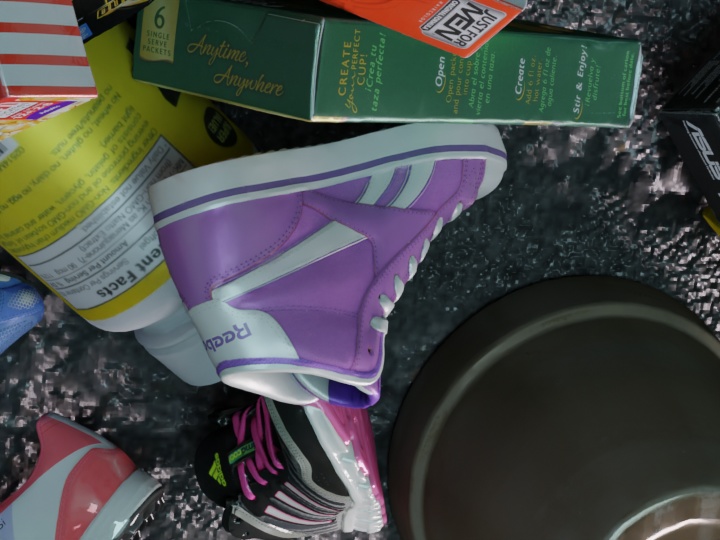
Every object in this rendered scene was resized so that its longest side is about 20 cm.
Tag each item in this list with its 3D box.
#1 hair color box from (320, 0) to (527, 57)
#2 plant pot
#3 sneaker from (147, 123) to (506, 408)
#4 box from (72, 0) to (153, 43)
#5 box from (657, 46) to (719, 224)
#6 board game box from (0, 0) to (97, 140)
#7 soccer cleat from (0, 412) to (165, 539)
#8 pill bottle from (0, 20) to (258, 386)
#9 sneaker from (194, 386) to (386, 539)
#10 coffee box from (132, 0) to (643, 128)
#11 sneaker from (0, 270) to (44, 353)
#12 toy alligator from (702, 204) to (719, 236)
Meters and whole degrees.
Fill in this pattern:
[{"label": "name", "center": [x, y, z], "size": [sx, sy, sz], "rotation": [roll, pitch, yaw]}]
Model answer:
[{"label": "hair color box", "center": [-0.027, -0.167, 0.814], "size": [0.200, 0.061, 0.102], "rotation": [20, 70, -14]}, {"label": "plant pot", "center": [0.131, 0.123, 1.057], "size": [0.200, 0.174, 0.200], "rotation": [-5, 110, -14]}, {"label": "sneaker", "center": [-0.001, 0.000, 0.931], "size": [0.200, 0.073, 0.114], "rotation": [-16, 85, -42]}, {"label": "box", "center": [-0.177, -0.166, 0.872], "size": [0.160, 0.049, 0.200], "rotation": [-32, 71, -4]}, {"label": "box", "center": [0.259, -0.063, 1.055], "size": [0.200, 0.047, 0.193], "rotation": [-44, 119, -24]}, {"label": "board game box", "center": [-0.195, -0.102, 0.783], "size": [0.046, 0.200, 0.152], "rotation": [-5, 77, -53]}, {"label": "soccer cleat", "center": [-0.180, 0.159, 1.052], "size": [0.073, 0.068, 0.200], "rotation": [41, 104, 5]}, {"label": "pill bottle", "center": [-0.116, -0.045, 0.961], "size": [0.114, 0.114, 0.200], "rotation": [-45, 115, 3]}, {"label": "sneaker", "center": [-0.038, 0.087, 1.011], "size": [0.087, 0.200, 0.074], "rotation": [-11, 70, 1]}, {"label": "coffee box", "center": [0.013, -0.092, 0.933], "size": [0.200, 0.123, 0.044], "rotation": [-3, 104, -45]}, {"label": "sneaker", "center": [-0.207, 0.085, 0.968], "size": [0.089, 0.079, 0.200], "rotation": [39, 68, 2]}, {"label": "toy alligator", "center": [0.238, -0.003, 1.105], "size": [0.059, 0.054, 0.200], "rotation": [-41, 114, 2]}]
